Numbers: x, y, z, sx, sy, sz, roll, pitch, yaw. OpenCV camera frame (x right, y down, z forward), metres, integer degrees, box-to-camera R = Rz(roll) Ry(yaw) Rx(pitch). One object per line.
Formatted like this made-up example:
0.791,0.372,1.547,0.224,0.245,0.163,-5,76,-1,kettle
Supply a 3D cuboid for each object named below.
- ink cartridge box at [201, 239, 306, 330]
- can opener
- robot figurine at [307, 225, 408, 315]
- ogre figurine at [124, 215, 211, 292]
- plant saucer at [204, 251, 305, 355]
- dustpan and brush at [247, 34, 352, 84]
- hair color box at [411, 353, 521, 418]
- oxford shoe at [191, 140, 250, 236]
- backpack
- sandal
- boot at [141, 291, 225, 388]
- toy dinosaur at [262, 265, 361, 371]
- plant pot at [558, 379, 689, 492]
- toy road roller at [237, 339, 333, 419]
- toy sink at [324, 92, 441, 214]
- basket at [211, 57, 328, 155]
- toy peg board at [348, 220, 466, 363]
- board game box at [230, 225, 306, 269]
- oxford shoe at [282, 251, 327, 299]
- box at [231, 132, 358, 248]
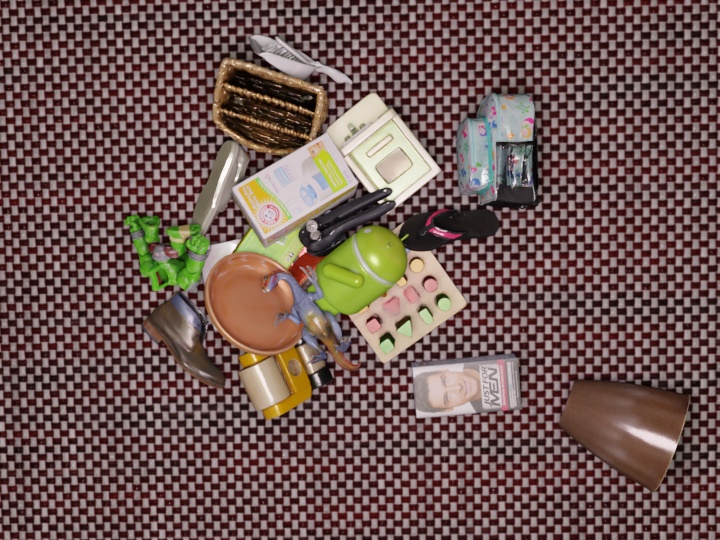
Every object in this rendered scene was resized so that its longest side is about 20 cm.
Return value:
-0.197,0.016,1.754,0.199,0.057,0.163,-11,93,7,ink cartridge box
-0.025,-0.093,1.658,0.200,0.079,0.064,-32,69,19,can opener
0.000,0.000,1.630,0.200,0.175,0.116,-38,88,28,robot figurine
-0.362,-0.030,1.723,0.199,0.098,0.120,8,113,12,ogre figurine
-0.187,0.062,1.624,0.200,0.200,0.037,46,135,-2,plant saucer
-0.106,-0.384,1.704,0.200,0.140,0.057,31,106,-26,dustpan and brush
0.200,0.219,1.747,0.199,0.061,0.100,-5,94,3,hair color box
-0.263,-0.147,1.738,0.058,0.075,0.201,20,99,-37,oxford shoe
0.250,-0.219,1.660,0.150,0.178,0.201,6,90,-4,backpack
0.165,-0.085,1.708,0.199,0.045,0.075,-11,69,-13,sandal
-0.315,0.132,1.751,0.200,0.075,0.097,41,97,1,boot
-0.100,0.083,1.620,0.105,0.200,0.182,-30,54,-8,toy dinosaur
0.475,0.282,1.698,0.199,0.187,0.188,20,94,15,plant pot
-0.160,0.193,1.700,0.146,0.200,0.123,-24,91,39,toy road roller
0.037,-0.220,1.697,0.130,0.112,0.200,-38,92,3,toy sink
-0.169,-0.288,1.682,0.199,0.149,0.143,19,94,0,basket
0.066,0.043,1.722,0.200,0.098,0.200,-35,92,3,toy peg board
-0.180,-0.029,1.720,0.101,0.048,0.200,36,81,-11,board game box
-0.099,0.025,1.741,0.200,0.071,0.073,-47,121,-6,oxford shoe
-0.118,-0.141,1.655,0.200,0.101,0.113,-31,86,-8,box
